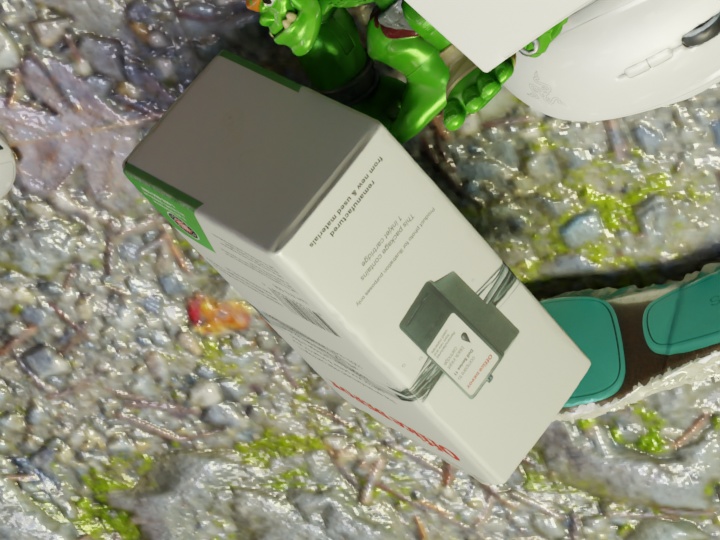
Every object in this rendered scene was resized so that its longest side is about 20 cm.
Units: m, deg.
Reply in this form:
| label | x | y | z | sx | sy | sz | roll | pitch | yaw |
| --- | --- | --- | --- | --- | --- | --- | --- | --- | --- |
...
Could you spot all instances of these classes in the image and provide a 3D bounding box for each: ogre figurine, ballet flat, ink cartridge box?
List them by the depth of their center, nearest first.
| label | x | y | z | sx | sy | sz | roll | pitch | yaw |
| --- | --- | --- | --- | --- | --- | --- | --- | --- | --- |
| ogre figurine | 0.009 | -0.123 | 1.310 | 0.120 | 0.200 | 0.098 | 45 | 86 | -8 |
| ink cartridge box | 0.000 | 0.000 | 1.383 | 0.146 | 0.083 | 0.200 | 28 | 165 | 50 |
| ballet flat | 0.150 | 0.042 | 1.463 | 0.199 | 0.072 | 0.072 | -13 | 129 | 26 |

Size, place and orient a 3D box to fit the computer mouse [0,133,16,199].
| label | x | y | z | sx | sy | sz | roll | pitch | yaw |
| --- | --- | --- | --- | --- | --- | --- | --- | --- | --- |
| computer mouse | -0.270 | -0.082 | 1.467 | 0.199 | 0.044 | 0.110 | 29 | 133 | -13 |

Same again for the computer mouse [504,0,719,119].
| label | x | y | z | sx | sy | sz | roll | pitch | yaw |
| --- | --- | --- | --- | --- | --- | --- | --- | --- | --- |
| computer mouse | 0.147 | -0.109 | 1.317 | 0.199 | 0.044 | 0.110 | -18 | 126 | 29 |

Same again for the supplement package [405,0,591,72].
| label | x | y | z | sx | sy | sz | roll | pitch | yaw |
| --- | --- | --- | --- | --- | --- | --- | --- | --- | --- |
| supplement package | 0.067 | -0.200 | 1.149 | 0.109 | 0.201 | 0.114 | 40 | 130 | -23 |
